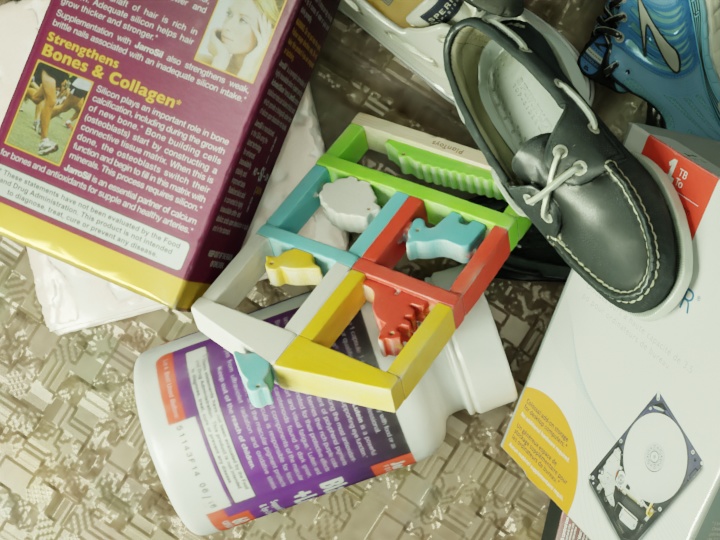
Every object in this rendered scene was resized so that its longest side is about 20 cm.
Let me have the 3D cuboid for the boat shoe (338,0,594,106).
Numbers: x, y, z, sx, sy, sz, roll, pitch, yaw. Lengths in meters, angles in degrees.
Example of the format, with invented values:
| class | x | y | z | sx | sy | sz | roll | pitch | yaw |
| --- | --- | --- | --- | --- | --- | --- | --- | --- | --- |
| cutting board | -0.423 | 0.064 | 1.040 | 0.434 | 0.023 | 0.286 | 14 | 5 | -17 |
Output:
| class | x | y | z | sx | sy | sz | roll | pitch | yaw |
| --- | --- | --- | --- | --- | --- | --- | --- | --- | --- |
| boat shoe | 0.049 | -0.147 | 0.909 | 0.200 | 0.070 | 0.071 | 37 | 91 | 4 |

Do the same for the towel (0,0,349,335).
| class | x | y | z | sx | sy | sz | roll | pitch | yaw |
| --- | --- | --- | --- | --- | --- | --- | --- | --- | --- |
| towel | -0.119 | -0.080 | 0.936 | 0.190 | 0.032 | 0.201 | -14 | 88 | 2 |

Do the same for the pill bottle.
| class | x | y | z | sx | sy | sz | roll | pitch | yaw |
| --- | --- | --- | --- | --- | --- | --- | --- | --- | --- |
| pill bottle | -0.018 | 0.067 | 0.887 | 0.199 | 0.111 | 0.112 | -20 | 88 | 3 |

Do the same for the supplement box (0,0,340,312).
| class | x | y | z | sx | sy | sz | roll | pitch | yaw |
| --- | --- | --- | --- | --- | --- | --- | --- | --- | --- |
| supplement box | -0.111 | -0.092 | 0.866 | 0.130 | 0.103 | 0.201 | 23 | 91 | 8 |

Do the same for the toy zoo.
| class | x | y | z | sx | sy | sz | roll | pitch | yaw |
| --- | --- | --- | --- | --- | --- | --- | --- | --- | --- |
| toy zoo | 0.000 | 0.000 | 0.849 | 0.131 | 0.021 | 0.200 | 20 | 55 | 28 |

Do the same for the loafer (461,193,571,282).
| class | x | y | z | sx | sy | sz | roll | pitch | yaw |
| --- | --- | --- | --- | --- | --- | --- | --- | --- | --- |
| loafer | 0.152 | -0.023 | 0.901 | 0.199 | 0.070 | 0.069 | -3 | 89 | 3 |

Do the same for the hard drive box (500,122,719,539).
| class | x | y | z | sx | sy | sz | roll | pitch | yaw |
| --- | --- | --- | --- | --- | --- | --- | --- | --- | --- |
| hard drive box | 0.173 | 0.048 | 0.810 | 0.076 | 0.156 | 0.201 | 8 | 111 | -33 |

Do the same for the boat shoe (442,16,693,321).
| class | x | y | z | sx | sy | sz | roll | pitch | yaw |
| --- | --- | --- | --- | --- | --- | --- | --- | --- | --- |
| boat shoe | 0.100 | -0.055 | 0.811 | 0.076 | 0.060 | 0.200 | -55 | 46 | 27 |

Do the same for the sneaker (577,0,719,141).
| class | x | y | z | sx | sy | sz | roll | pitch | yaw |
| --- | --- | --- | --- | --- | --- | --- | --- | --- | --- |
| sneaker | 0.159 | -0.140 | 0.876 | 0.090 | 0.078 | 0.201 | -23 | 114 | 12 |

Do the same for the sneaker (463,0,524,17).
| class | x | y | z | sx | sy | sz | roll | pitch | yaw |
| --- | --- | --- | --- | --- | --- | --- | --- | --- | --- |
| sneaker | 0.024 | -0.220 | 0.826 | 0.200 | 0.076 | 0.091 | 32 | 103 | -17 |

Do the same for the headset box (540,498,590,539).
| class | x | y | z | sx | sy | sz | roll | pitch | yaw |
| --- | --- | --- | --- | --- | --- | --- | --- | --- | --- |
| headset box | 0.171 | 0.219 | 0.892 | 0.199 | 0.077 | 0.150 | 15 | 90 | 2 |
